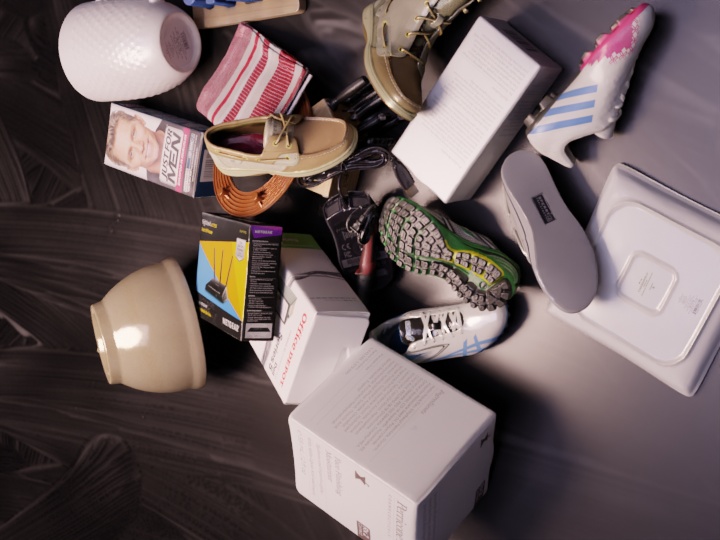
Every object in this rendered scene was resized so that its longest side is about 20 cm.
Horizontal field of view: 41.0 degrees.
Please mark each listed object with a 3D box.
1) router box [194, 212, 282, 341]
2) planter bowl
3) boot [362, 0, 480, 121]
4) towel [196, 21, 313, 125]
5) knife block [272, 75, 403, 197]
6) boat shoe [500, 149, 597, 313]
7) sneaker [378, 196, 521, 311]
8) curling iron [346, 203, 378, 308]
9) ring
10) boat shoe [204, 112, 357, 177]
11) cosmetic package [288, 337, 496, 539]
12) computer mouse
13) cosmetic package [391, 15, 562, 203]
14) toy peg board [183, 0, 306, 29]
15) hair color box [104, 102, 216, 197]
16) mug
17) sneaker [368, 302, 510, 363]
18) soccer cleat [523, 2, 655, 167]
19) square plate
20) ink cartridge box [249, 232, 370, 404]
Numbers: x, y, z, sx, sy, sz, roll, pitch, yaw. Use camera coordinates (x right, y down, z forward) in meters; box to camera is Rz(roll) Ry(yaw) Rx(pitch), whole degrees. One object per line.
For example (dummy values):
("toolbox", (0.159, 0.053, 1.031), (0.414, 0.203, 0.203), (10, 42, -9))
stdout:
("router box", (-0.169, 0.004, 1.304), (0.200, 0.051, 0.150), (15, 101, 62))
("planter bowl", (-0.320, 0.094, 1.422), (0.200, 0.134, 0.202), (166, 90, -69))
("boot", (0.080, -0.289, 1.150), (0.154, 0.072, 0.201), (-33, 46, 30))
("towel", (-0.151, -0.247, 1.320), (0.200, 0.023, 0.145), (43, 107, 45))
("knife block", (-0.043, -0.195, 1.287), (0.199, 0.064, 0.177), (24, 109, 30))
("boat shoe", (0.214, -0.041, 1.123), (0.072, 0.066, 0.201), (-25, 75, -2))
("sneaker", (0.108, -0.024, 1.190), (0.200, 0.085, 0.078), (37, 119, 15))
("curling iron", (0.000, 0.000, 1.252), (0.025, 0.049, 0.201), (32, 135, 33))
("ring", (-0.140, -0.170, 1.307), (0.200, 0.019, 0.202), (-20, 60, 41))
("boat shoe", (-0.103, -0.160, 1.203), (0.199, 0.066, 0.075), (-7, 63, 18))
("cosmetic package", (0.040, 0.228, 1.197), (0.199, 0.165, 0.166), (29, 143, 29))
("computer mouse", (0.018, -0.075, 1.255), (0.140, 0.046, 0.201), (-19, 114, 18))
("cosmetic package", (0.137, -0.190, 1.157), (0.101, 0.071, 0.200), (46, 119, 20))
("toy peg board", (-0.187, -0.450, 1.329), (0.199, 0.098, 0.201), (1, 97, 35))
("hair color box", (-0.298, -0.185, 1.467), (0.199, 0.060, 0.101), (21, 108, 31))
("mug", (-0.331, -0.352, 1.406), (0.174, 0.147, 0.201), (3, 110, 33))
("sneaker", (0.097, 0.077, 1.220), (0.199, 0.072, 0.072), (-20, 71, 35))
("soccer cleat", (0.271, -0.202, 1.075), (0.086, 0.070, 0.200), (43, 122, 4))
("square plate", (0.326, 0.011, 1.082), (0.198, 0.028, 0.201), (33, 114, 27))
("ink cartridge box", (-0.081, 0.061, 1.286), (0.200, 0.084, 0.146), (52, 130, 48))
